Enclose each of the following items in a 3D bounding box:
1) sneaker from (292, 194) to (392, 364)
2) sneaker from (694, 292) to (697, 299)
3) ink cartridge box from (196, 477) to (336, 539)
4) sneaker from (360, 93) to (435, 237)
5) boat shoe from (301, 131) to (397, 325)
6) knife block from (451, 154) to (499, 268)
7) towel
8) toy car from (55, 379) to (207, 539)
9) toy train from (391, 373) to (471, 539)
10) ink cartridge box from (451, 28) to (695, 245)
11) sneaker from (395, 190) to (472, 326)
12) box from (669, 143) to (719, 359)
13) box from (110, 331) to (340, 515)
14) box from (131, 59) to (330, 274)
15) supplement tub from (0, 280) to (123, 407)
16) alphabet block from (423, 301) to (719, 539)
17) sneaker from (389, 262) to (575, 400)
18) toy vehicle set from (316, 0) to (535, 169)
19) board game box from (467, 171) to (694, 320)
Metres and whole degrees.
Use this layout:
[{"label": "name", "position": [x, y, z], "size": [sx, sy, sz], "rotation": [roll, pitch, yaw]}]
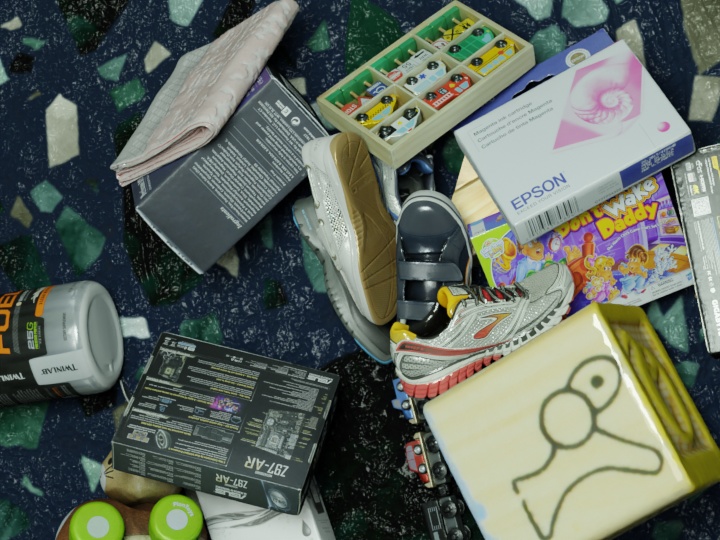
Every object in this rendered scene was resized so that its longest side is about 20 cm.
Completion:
[{"label": "sneaker", "position": [0.000, 0.000, 1.693], "size": [0.081, 0.073, 0.202], "rotation": [-26, 79, 4]}, {"label": "sneaker", "position": [0.440, 0.023, 1.578], "size": [0.198, 0.070, 0.109], "rotation": [27, 87, 15]}, {"label": "ink cartridge box", "position": [-0.104, 0.243, 1.690], "size": [0.115, 0.067, 0.202], "rotation": [-23, 78, 10]}, {"label": "sneaker", "position": [0.043, -0.112, 1.675], "size": [0.076, 0.085, 0.202], "rotation": [-13, 75, -25]}, {"label": "boat shoe", "position": [-0.011, -0.042, 1.634], "size": [0.069, 0.071, 0.202], "rotation": [-1, 109, 40]}, {"label": "knife block", "position": [0.185, -0.072, 1.658], "size": [0.174, 0.064, 0.202], "rotation": [16, 87, 17]}, {"label": "towel", "position": [-0.164, -0.188, 1.681], "size": [0.190, 0.032, 0.201], "rotation": [-20, 34, 46]}, {"label": "toy car", "position": [-0.246, 0.223, 1.683], "size": [0.156, 0.165, 0.202], "rotation": [-3, 61, -15]}, {"label": "toy train", "position": [0.070, 0.193, 1.672], "size": [0.045, 0.034, 0.203], "rotation": [-18, 79, 24]}, {"label": "ink cartridge box", "position": [0.199, -0.146, 1.598], "size": [0.195, 0.043, 0.201], "rotation": [-29, 53, 0]}, {"label": "sneaker", "position": [0.073, 0.023, 1.614], "size": [0.077, 0.080, 0.202], "rotation": [0, 119, 14]}, {"label": "box", "position": [0.392, -0.029, 1.540], "size": [0.158, 0.049, 0.203], "rotation": [-13, 77, 15]}, {"label": "box", "position": [-0.134, 0.153, 1.635], "size": [0.197, 0.044, 0.161], "rotation": [13, 44, 6]}, {"label": "box", "position": [-0.138, -0.117, 1.690], "size": [0.200, 0.148, 0.104], "rotation": [-43, 112, 4]}, {"label": "supplement tub", "position": [-0.368, 0.084, 1.750], "size": [0.197, 0.122, 0.124], "rotation": [-9, 81, 13]}, {"label": "alphabet block", "position": [0.209, 0.162, 1.539], "size": [0.199, 0.196, 0.197], "rotation": [-31, 78, 19]}, {"label": "sneaker", "position": [0.119, 0.045, 1.554], "size": [0.198, 0.078, 0.083], "rotation": [-29, 110, -9]}, {"label": "toy vehicle set", "position": [0.068, -0.194, 1.658], "size": [0.199, 0.027, 0.124], "rotation": [-38, 50, -20]}, {"label": "board game box", "position": [0.223, -0.018, 1.614], "size": [0.198, 0.045, 0.136], "rotation": [-22, 108, 7]}]
